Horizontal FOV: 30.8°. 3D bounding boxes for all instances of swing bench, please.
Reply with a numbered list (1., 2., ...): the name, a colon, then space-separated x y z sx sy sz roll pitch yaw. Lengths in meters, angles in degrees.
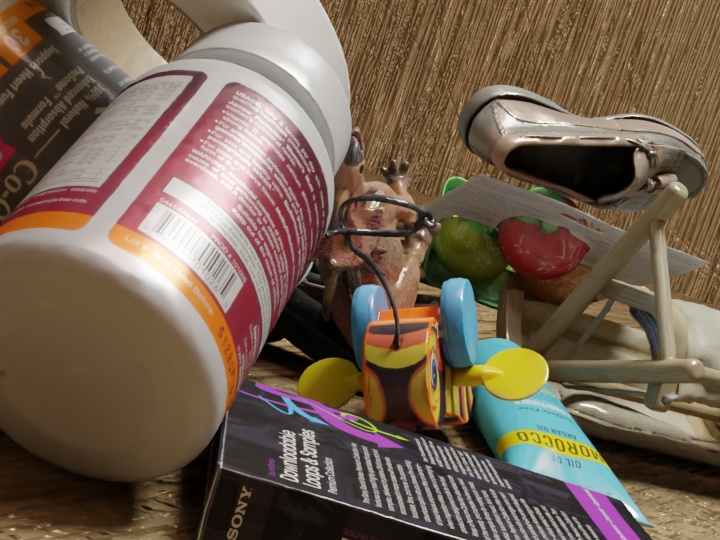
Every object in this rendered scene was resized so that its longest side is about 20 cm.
1. swing bench: 0.226 0.061 0.886 0.197 0.131 0.200 14 -29 -25

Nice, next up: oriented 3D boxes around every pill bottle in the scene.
1. pill bottle: -0.074 -0.019 0.538 0.109 0.110 0.200 20 39 6
2. pill bottle: -0.136 -0.041 0.670 0.200 0.117 0.116 39 6 -5

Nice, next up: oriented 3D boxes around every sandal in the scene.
1. sandal: -0.069 0.026 0.823 0.200 0.048 0.075 35 14 12

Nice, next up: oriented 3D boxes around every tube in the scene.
1. tube: 0.098 0.095 0.748 0.077 0.051 0.200 10 14 -11

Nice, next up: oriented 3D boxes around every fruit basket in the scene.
1. fruit basket: 0.130 -0.024 0.973 0.184 0.094 0.200 19 -21 -14

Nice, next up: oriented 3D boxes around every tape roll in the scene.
1. tape roll: -0.097 -0.118 0.674 0.202 0.037 0.203 26 -30 17

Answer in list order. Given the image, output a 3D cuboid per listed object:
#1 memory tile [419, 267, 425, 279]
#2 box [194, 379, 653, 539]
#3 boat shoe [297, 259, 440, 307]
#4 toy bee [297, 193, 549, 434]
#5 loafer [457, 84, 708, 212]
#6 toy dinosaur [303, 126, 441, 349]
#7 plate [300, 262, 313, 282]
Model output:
1. memory tile: -0.039 -0.042 0.967 0.152 0.017 0.200 23 10 -20
2. box: 0.032 0.102 0.538 0.198 0.036 0.143 20 6 -7
3. boat shoe: -0.013 0.015 0.962 0.199 0.057 0.067 21 8 14
4. toy bee: 0.020 0.055 0.690 0.130 0.110 0.200 -13 -26 33
5. loafer: 0.160 -0.071 0.893 0.198 0.072 0.063 11 32 -25
6. toy dinosaur: 0.000 0.000 0.776 0.085 0.201 0.136 -19 31 14
7. plate: -0.110 -0.062 0.813 0.199 0.026 0.201 24 35 -18
